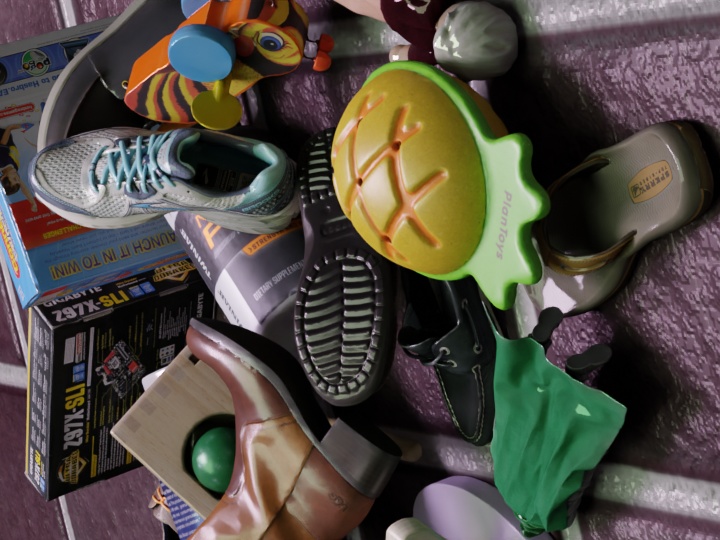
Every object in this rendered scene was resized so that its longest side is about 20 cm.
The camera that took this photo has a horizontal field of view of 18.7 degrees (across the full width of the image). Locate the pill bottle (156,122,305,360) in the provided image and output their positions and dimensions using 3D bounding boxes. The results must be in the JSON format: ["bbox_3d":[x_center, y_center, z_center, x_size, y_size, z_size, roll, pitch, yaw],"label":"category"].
[{"bbox_3d":[-0.084,-0.035,1.645,0.200,0.106,0.106,56,147,26],"label":"pill bottle"}]

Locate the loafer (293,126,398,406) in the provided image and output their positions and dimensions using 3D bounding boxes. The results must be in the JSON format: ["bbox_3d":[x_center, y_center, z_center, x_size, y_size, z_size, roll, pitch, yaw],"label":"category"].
[{"bbox_3d":[0.000,0.000,1.529,0.073,0.071,0.201,-8,69,24],"label":"loafer"}]

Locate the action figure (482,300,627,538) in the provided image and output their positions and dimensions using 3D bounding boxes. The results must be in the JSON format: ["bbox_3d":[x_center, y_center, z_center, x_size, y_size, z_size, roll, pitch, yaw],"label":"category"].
[{"bbox_3d":[0.122,0.111,1.425,0.118,0.055,0.200,41,148,28],"label":"action figure"}]

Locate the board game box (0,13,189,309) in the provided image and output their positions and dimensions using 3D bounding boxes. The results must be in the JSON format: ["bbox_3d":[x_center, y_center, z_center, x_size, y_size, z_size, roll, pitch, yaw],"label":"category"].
[{"bbox_3d":[-0.203,-0.094,1.720,0.056,0.199,0.197,-32,77,63],"label":"board game box"}]

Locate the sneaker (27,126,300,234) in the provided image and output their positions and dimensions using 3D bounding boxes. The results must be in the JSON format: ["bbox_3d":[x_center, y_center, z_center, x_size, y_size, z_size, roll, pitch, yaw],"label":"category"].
[{"bbox_3d":[-0.140,-0.076,1.552,0.086,0.199,0.078,82,-170,-73],"label":"sneaker"}]

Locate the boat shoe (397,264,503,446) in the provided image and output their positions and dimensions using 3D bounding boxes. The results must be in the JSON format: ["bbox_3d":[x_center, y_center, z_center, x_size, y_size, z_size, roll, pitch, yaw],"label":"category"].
[{"bbox_3d":[0.054,0.032,1.489,0.074,0.066,0.200,20,122,54],"label":"boat shoe"}]

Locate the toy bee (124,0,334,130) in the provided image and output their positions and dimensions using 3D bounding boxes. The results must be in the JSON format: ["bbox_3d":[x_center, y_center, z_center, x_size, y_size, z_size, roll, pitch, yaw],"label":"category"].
[{"bbox_3d":[-0.080,-0.153,1.522,0.200,0.108,0.131,-24,43,63],"label":"toy bee"}]

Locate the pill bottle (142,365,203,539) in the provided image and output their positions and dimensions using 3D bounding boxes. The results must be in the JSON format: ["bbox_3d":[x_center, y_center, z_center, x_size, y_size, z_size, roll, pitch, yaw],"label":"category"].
[{"bbox_3d":[-0.108,0.169,1.791,0.111,0.111,0.201,-29,80,60],"label":"pill bottle"}]

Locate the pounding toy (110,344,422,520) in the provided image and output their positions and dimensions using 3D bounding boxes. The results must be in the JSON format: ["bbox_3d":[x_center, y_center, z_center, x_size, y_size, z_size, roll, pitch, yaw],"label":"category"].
[{"bbox_3d":[-0.069,0.134,1.637,0.184,0.142,0.200,41,172,6],"label":"pounding toy"}]

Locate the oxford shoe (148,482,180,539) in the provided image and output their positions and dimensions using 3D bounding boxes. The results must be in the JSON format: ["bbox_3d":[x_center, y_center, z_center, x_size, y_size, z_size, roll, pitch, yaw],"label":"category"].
[{"bbox_3d":[-0.144,0.188,1.899,0.071,0.073,0.201,35,133,47],"label":"oxford shoe"}]

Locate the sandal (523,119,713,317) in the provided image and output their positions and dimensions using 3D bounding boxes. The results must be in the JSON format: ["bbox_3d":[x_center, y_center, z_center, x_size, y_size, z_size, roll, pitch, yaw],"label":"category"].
[{"bbox_3d":[0.142,-0.028,1.321,0.200,0.054,0.082,-37,73,59],"label":"sandal"}]

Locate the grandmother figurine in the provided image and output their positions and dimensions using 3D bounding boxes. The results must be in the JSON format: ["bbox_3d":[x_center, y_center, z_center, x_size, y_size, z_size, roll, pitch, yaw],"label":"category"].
[{"bbox_3d":[0.030,-0.182,1.432,0.200,0.061,0.121,38,163,41],"label":"grandmother figurine"}]

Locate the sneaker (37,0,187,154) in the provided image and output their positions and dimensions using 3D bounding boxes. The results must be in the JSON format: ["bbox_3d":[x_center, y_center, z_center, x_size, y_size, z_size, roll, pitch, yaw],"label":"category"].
[{"bbox_3d":[-0.155,-0.139,1.625,0.106,0.200,0.075,15,155,44],"label":"sneaker"}]

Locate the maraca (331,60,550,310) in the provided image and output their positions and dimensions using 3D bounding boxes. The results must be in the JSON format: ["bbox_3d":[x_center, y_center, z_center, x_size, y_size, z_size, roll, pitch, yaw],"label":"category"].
[{"bbox_3d":[0.053,-0.055,1.372,0.200,0.107,0.138,35,132,47],"label":"maraca"}]

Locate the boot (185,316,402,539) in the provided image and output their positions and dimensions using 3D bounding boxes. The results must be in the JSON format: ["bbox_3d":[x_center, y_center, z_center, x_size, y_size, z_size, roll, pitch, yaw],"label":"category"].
[{"bbox_3d":[-0.092,0.155,1.540,0.188,0.068,0.200,37,102,9],"label":"boot"}]

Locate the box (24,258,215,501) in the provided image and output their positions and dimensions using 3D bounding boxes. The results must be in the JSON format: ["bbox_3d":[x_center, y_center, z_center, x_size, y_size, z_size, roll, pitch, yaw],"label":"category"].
[{"bbox_3d":[-0.206,0.089,1.864,0.049,0.159,0.201,46,142,39],"label":"box"}]

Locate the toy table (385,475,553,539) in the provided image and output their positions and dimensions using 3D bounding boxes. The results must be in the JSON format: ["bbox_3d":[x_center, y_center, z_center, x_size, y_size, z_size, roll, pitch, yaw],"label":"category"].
[{"bbox_3d":[0.064,0.237,1.533,0.200,0.117,0.185,25,126,51],"label":"toy table"}]
